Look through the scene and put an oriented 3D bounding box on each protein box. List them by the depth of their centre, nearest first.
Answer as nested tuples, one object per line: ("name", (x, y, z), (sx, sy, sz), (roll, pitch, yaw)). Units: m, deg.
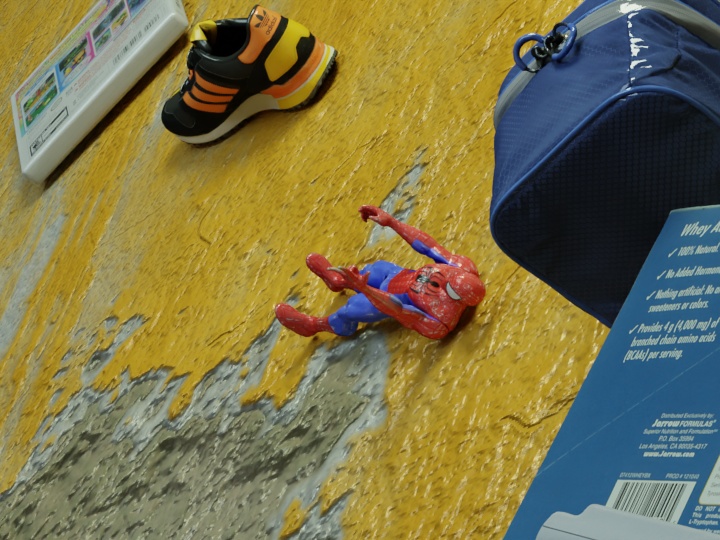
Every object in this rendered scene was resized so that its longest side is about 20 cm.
("protein box", (0.198, 0.084, 1.091), (0.198, 0.135, 0.200), (-6, 49, 56))

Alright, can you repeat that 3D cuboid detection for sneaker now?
("sneaker", (-0.107, -0.161, 1.978), (0.200, 0.090, 0.070), (-15, 42, 50))

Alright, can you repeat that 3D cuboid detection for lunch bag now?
("lunch bag", (0.156, -0.055, 1.276), (0.136, 0.200, 0.132), (-41, 23, 31))

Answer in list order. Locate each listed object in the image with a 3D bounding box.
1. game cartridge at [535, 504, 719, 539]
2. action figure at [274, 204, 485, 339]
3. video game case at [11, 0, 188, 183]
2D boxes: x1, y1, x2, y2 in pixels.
("game cartridge", (0.164, 0.166, 0.956), (0.040, 0.200, 0.133), (-54, 25, -19))
("action figure", (0.000, 0.000, 1.582), (0.200, 0.099, 0.065), (0, 55, 55))
("video game case", (-0.239, -0.187, 2.293), (0.200, 0.024, 0.182), (-45, 25, 12))
